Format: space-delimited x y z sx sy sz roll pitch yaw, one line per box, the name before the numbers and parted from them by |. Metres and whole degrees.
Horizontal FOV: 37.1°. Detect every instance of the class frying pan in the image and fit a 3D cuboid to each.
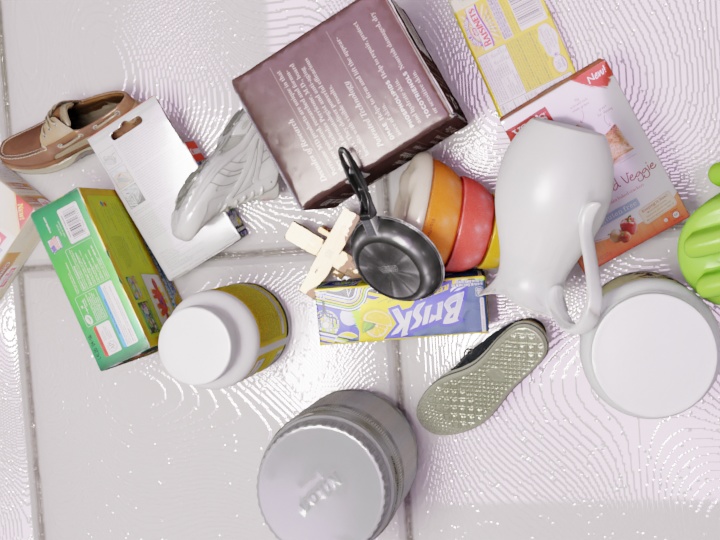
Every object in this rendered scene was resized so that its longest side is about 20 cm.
frying pan | 0.032 -0.037 1.146 0.114 0.031 0.191 13 135 24

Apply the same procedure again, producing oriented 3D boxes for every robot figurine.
robot figurine | 0.406 -0.030 1.132 0.115 0.199 0.177 -18 92 35

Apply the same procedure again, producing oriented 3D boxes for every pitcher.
pitcher | 0.208 -0.046 1.116 0.120 0.171 0.202 4 105 -32

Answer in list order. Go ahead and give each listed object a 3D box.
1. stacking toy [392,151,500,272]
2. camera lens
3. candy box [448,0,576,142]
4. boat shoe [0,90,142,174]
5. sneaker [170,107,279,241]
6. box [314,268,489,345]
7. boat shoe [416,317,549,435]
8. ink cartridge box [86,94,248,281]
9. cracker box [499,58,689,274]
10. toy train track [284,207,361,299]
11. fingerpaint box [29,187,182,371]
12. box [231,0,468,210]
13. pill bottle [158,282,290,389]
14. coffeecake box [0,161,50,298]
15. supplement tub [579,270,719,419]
stacking toy | 0.136 -0.044 1.235 0.198 0.146 0.148 14 96 -7
camera lens | -0.023 0.228 1.229 0.158 0.200 0.162 1 93 12
candy box | 0.188 -0.244 1.246 0.101 0.026 0.202 -24 89 14
boat shoe | -0.360 -0.179 1.331 0.198 0.072 0.076 -17 52 6
sneaker | -0.143 -0.104 1.266 0.099 0.078 0.201 40 68 -17
box | 0.049 0.042 1.252 0.198 0.064 0.071 -5 97 5
boat shoe | 0.146 0.125 1.261 0.075 0.062 0.200 46 116 1
ink cartridge box | -0.236 -0.102 1.319 0.108 0.050 0.201 -29 95 11
cracker box | 0.261 -0.117 1.207 0.133 0.058 0.201 -30 97 12
toy train track | 0.000 0.000 1.300 0.199 0.033 0.115 31 99 1
fingerpaint box | -0.293 0.007 1.291 0.073 0.167 0.202 -25 89 10
box | -0.006 -0.189 1.219 0.199 0.166 0.165 -31 88 12
pill bottle | -0.159 0.076 1.249 0.111 0.200 0.114 1 93 12
coffeecake box | -0.515 -0.077 1.381 0.199 0.073 0.154 38 99 7
supplement tub | 0.308 0.078 1.151 0.143 0.200 0.147 1 94 11
